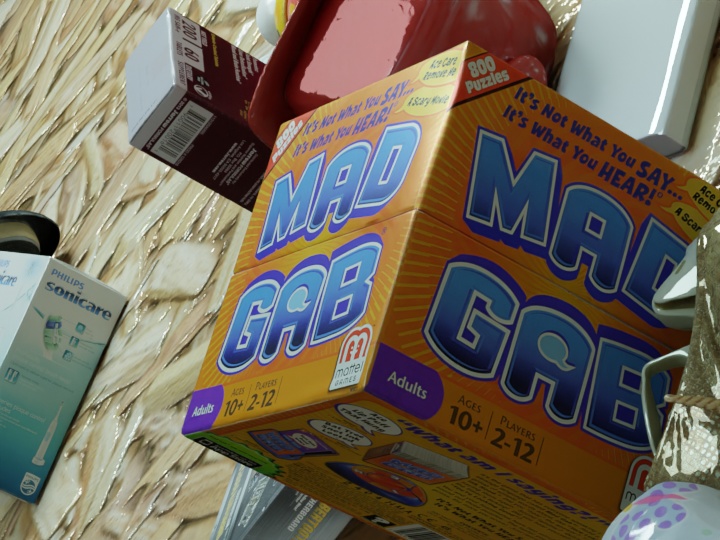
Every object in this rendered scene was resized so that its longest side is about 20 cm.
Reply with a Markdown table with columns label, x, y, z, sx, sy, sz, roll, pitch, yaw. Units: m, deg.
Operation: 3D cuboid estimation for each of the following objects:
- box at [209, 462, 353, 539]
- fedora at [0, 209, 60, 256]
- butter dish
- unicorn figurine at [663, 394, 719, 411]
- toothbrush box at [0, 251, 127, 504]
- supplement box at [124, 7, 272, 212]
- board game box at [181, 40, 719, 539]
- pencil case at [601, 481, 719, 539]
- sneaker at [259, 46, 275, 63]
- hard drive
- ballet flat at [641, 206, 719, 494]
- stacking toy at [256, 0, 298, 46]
| label | x | y | z | sx | sy | sz | roll | pitch | yaw |
| --- | --- | --- | --- | --- | --- | --- | --- | --- | --- |
| box | -0.034 | 0.125 | 1.482 | 0.159 | 0.048 | 0.200 | -53 | 8 | 23 |
| fedora | -0.355 | 0.034 | 2.185 | 0.201 | 0.200 | 0.092 | -45 | 65 | 33 |
| butter dish | 0.057 | -0.130 | 1.513 | 0.147 | 0.200 | 0.201 | 19 | 80 | 41 |
| unicorn figurine | 0.250 | 0.048 | 1.067 | 0.200 | 0.074 | 0.138 | -41 | 20 | 11 |
| toothbrush box | -0.303 | 0.091 | 2.062 | 0.146 | 0.085 | 0.201 | 7 | 70 | 64 |
| supplement box | -0.067 | -0.092 | 1.650 | 0.061 | 0.199 | 0.109 | -48 | 28 | 25 |
| board game box | 0.056 | 0.028 | 1.291 | 0.199 | 0.199 | 0.201 | -17 | 50 | 57 |
| pencil case | 0.173 | 0.179 | 1.057 | 0.083 | 0.091 | 0.200 | -24 | 31 | -2 |
| sneaker | -0.054 | -0.157 | 1.840 | 0.200 | 0.075 | 0.088 | -49 | 28 | 26 |
| hard drive | 0.175 | -0.152 | 1.449 | 0.132 | 0.027 | 0.201 | -19 | 48 | 56 |
| ballet flat | 0.177 | 0.035 | 1.197 | 0.065 | 0.071 | 0.201 | -3 | 55 | 24 |
| stacking toy | -0.015 | -0.182 | 1.686 | 0.199 | 0.146 | 0.147 | 0 | 65 | 57 |
